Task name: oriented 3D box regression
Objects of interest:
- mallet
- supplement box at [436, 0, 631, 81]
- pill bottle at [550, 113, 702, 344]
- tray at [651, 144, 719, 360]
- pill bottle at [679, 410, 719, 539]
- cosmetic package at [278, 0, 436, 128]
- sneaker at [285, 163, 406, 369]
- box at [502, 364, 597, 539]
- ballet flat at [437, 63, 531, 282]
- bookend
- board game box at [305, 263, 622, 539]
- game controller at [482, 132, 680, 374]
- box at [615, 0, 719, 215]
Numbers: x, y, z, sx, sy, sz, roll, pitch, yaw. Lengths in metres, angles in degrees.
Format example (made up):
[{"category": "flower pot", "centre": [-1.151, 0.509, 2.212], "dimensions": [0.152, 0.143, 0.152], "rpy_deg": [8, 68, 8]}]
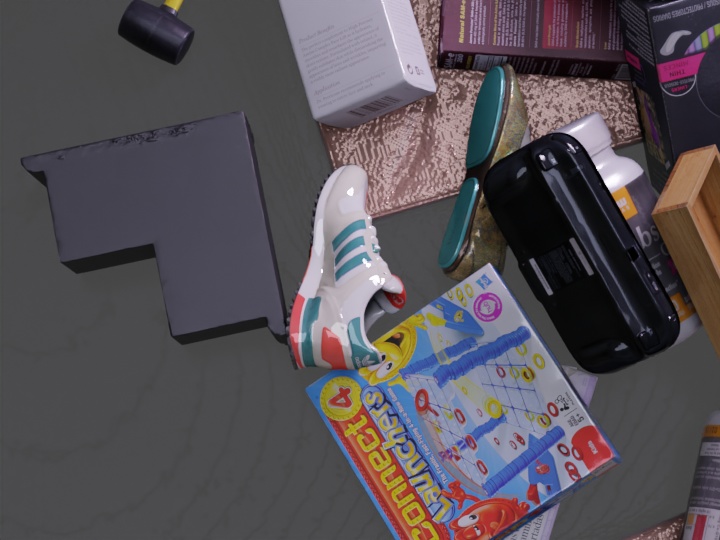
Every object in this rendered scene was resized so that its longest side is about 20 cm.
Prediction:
[{"category": "mallet", "centre": [-0.160, -0.288, 1.601], "dimensions": [0.066, 0.041, 0.201], "rpy_deg": [20, 77, 0]}, {"category": "supplement box", "centre": [0.172, -0.235, 1.577], "dimensions": [0.199, 0.061, 0.109], "rpy_deg": [4, 80, 0]}, {"category": "pill bottle", "centre": [0.206, -0.025, 1.489], "dimensions": [0.116, 0.116, 0.201], "rpy_deg": [-28, 95, -4]}, {"category": "tray", "centre": [0.307, 0.007, 1.453], "dimensions": [0.037, 0.099, 0.201], "rpy_deg": [-13, 117, 33]}, {"category": "pill bottle", "centre": [0.329, 0.227, 1.472], "dimensions": [0.116, 0.116, 0.201], "rpy_deg": [15, 81, 2]}, {"category": "cosmetic package", "centre": [-0.014, -0.239, 1.556], "dimensions": [0.101, 0.074, 0.201], "rpy_deg": [-19, 79, 24]}, {"category": "sneaker", "centre": [0.000, 0.000, 1.510], "dimensions": [0.093, 0.070, 0.201], "rpy_deg": [6, 59, 13]}, {"category": "box", "centre": [0.159, 0.182, 1.518], "dimensions": [0.039, 0.041, 0.201], "rpy_deg": [18, 82, 4]}, {"category": "ballet flat", "centre": [0.122, -0.082, 1.556], "dimensions": [0.070, 0.071, 0.201], "rpy_deg": [14, 80, 2]}, {"category": "bookend", "centre": [-0.175, -0.017, 1.526], "dimensions": [0.198, 0.092, 0.201], "rpy_deg": [-13, 82, 0]}, {"category": "board game box", "centre": [0.087, 0.131, 1.488], "dimensions": [0.195, 0.056, 0.200], "rpy_deg": [-35, 75, 6]}, {"category": "game controller", "centre": [0.177, -0.011, 1.417], "dimensions": [0.042, 0.104, 0.201], "rpy_deg": [-31, 93, -44]}, {"category": "box", "centre": [0.304, -0.160, 1.498], "dimensions": [0.122, 0.106, 0.201], "rpy_deg": [-17, 114, -2]}]
